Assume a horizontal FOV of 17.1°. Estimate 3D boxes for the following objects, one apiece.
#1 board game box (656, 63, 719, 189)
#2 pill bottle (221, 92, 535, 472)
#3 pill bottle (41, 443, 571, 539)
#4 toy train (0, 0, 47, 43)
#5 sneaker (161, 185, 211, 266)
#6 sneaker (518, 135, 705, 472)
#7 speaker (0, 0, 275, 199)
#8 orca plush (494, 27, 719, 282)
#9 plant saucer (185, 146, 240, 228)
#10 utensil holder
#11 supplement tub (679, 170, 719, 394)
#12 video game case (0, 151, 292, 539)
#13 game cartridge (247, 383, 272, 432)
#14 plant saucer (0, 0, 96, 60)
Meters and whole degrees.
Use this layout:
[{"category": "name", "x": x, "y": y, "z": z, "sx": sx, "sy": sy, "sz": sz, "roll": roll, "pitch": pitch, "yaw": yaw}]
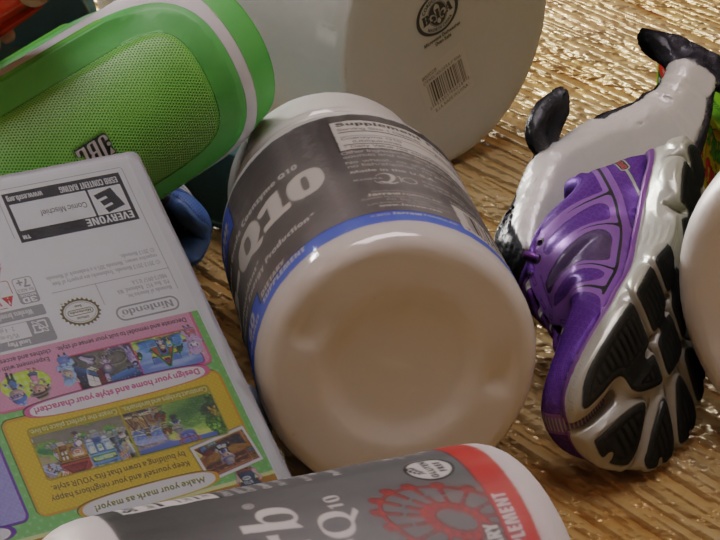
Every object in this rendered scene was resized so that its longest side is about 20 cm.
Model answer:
[{"category": "board game box", "x": 0.228, "y": -0.060, "z": 1.242, "sx": 0.101, "sy": 0.048, "sz": 0.200, "roll": -4, "pitch": 23, "yaw": -8}, {"category": "pill bottle", "x": 0.000, "y": 0.000, "z": 1.018, "sx": 0.113, "sy": 0.114, "sz": 0.200, "roll": -3, "pitch": 23, "yaw": -8}, {"category": "pill bottle", "x": -0.038, "y": 0.125, "z": 0.729, "sx": 0.199, "sy": 0.117, "sz": 0.116, "roll": -10, "pitch": 25, "yaw": -21}, {"category": "toy train", "x": -0.210, "y": -0.084, "z": 0.994, "sx": 0.200, "sy": 0.056, "sz": 0.150, "roll": -36, "pitch": 5, "yaw": -17}, {"category": "sneaker", "x": -0.147, "y": -0.024, "z": 1.104, "sx": 0.085, "sy": 0.077, "sz": 0.199, "roll": 32, "pitch": 28, "yaw": 35}, {"category": "sneaker", "x": 0.103, "y": 0.019, "z": 1.028, "sx": 0.083, "sy": 0.081, "sz": 0.200, "roll": -10, "pitch": 28, "yaw": 21}, {"category": "speaker", "x": -0.133, "y": -0.051, "z": 1.034, "sx": 0.200, "sy": 0.089, "sz": 0.088, "roll": -35, "pitch": 39, "yaw": -28}, {"category": "orca plush", "x": 0.110, "y": -0.046, "z": 1.176, "sx": 0.071, "sy": 0.105, "sz": 0.201, "roll": -33, "pitch": 26, "yaw": 47}, {"category": "plant saucer", "x": -0.111, "y": -0.056, "z": 1.215, "sx": 0.199, "sy": 0.070, "sz": 0.019, "roll": 13, "pitch": 51, "yaw": 28}, {"category": "utensil holder", "x": -0.021, "y": -0.160, "z": 1.322, "sx": 0.169, "sy": 0.171, "sz": 0.199, "roll": -20, "pitch": 31, "yaw": -39}, {"category": "supplement tub", "x": 0.240, "y": -0.015, "z": 1.016, "sx": 0.144, "sy": 0.146, "sz": 0.200, "roll": 16, "pitch": 28, "yaw": 32}, {"category": "video game case", "x": -0.138, "y": 0.049, "z": 0.887, "sx": 0.199, "sy": 0.022, "sz": 0.183, "roll": -13, "pitch": 62, "yaw": -30}, {"category": "game cartridge", "x": -0.153, "y": 0.061, "z": 0.979, "sx": 0.199, "sy": 0.041, "sz": 0.133, "roll": 14, "pitch": 31, "yaw": 30}, {"category": "plant saucer", "x": -0.215, "y": -0.156, "z": 1.188, "sx": 0.199, "sy": 0.200, "sz": 0.028, "roll": 12, "pitch": 64, "yaw": 25}]
